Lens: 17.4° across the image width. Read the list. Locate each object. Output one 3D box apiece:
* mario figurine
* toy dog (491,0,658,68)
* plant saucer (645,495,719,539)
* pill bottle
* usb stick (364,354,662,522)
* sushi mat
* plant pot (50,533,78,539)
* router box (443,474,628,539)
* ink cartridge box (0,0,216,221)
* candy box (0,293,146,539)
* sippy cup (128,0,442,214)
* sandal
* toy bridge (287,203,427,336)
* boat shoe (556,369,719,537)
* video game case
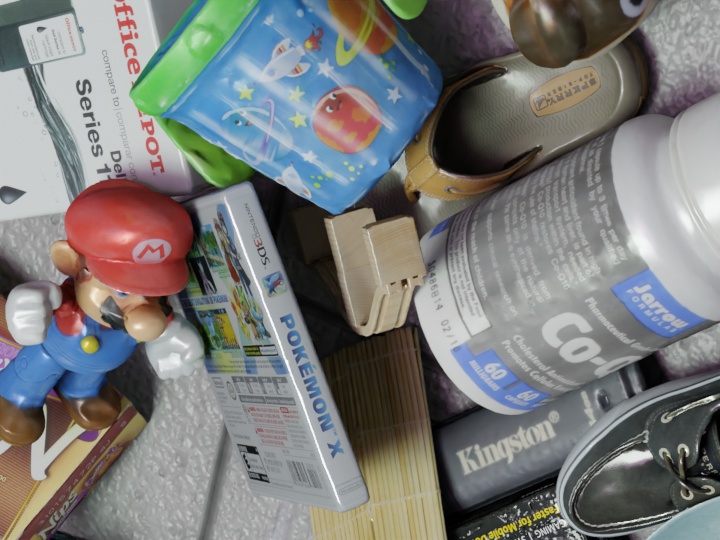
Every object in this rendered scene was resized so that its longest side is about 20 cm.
[{"bbox_3d":[-0.145,0.037,1.332,0.106,0.124,0.200,33,136,1],"label":"mario figurine"},{"bbox_3d":[0.068,-0.192,1.193,0.200,0.139,0.194,43,118,9],"label":"toy dog"},{"bbox_3d":[0.227,0.199,1.251,0.199,0.039,0.202,4,111,10],"label":"plant saucer"},{"bbox_3d":[0.134,-0.011,1.220,0.199,0.114,0.114,-28,89,34],"label":"pill bottle"},{"bbox_3d":[0.084,0.097,1.327,0.199,0.033,0.056,-27,71,33],"label":"usb stick"},{"bbox_3d":[0.009,0.139,1.348,0.095,0.012,0.201,-23,66,37],"label":"sushi mat"},{"bbox_3d":[-0.235,0.275,1.489,0.199,0.200,0.198,9,100,28],"label":"plant pot"},{"bbox_3d":[0.077,0.215,1.356,0.199,0.051,0.150,-28,89,32],"label":"router box"},{"bbox_3d":[-0.170,-0.111,1.389,0.199,0.083,0.148,-7,101,31],"label":"ink cartridge box"},{"bbox_3d":[-0.246,0.073,1.471,0.200,0.057,0.117,38,80,17],"label":"candy box"},{"bbox_3d":[-0.032,-0.105,1.242,0.130,0.178,0.140,39,84,-10],"label":"sippy cup"},{"bbox_3d":[0.066,-0.069,1.278,0.199,0.055,0.082,-24,91,34],"label":"sandal"},{"bbox_3d":[0.000,0.000,1.282,0.200,0.027,0.068,-166,61,-76],"label":"toy bridge"},{"bbox_3d":[0.186,0.088,1.228,0.199,0.057,0.069,-30,101,21],"label":"boat shoe"},{"bbox_3d":[-0.061,0.044,1.336,0.183,0.022,0.200,69,164,-4],"label":"video game case"}]
